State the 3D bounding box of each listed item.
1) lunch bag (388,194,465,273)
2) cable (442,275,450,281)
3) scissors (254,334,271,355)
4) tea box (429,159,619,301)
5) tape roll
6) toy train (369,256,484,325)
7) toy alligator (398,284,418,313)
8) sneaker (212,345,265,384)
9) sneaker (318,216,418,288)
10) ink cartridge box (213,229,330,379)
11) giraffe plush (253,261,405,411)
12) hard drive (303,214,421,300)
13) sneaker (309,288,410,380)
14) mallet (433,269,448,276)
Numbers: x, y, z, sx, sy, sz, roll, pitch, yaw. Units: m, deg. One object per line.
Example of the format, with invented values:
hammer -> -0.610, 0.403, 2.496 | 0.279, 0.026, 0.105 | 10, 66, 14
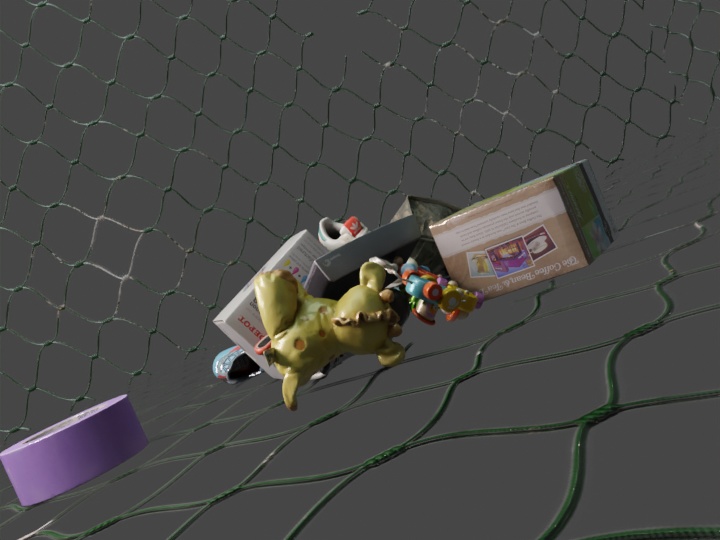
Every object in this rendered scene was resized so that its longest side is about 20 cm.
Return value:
lunch bag -> 0.153, -0.046, 1.556 | 0.199, 0.118, 0.164 | 8, -32, -19
cable -> 0.229, -0.007, 1.407 | 0.200, 0.051, 0.163 | -28, -1, -29
scissors -> -0.080, 0.070, 1.231 | 0.073, 0.014, 0.200 | -3, 30, 45
tea box -> 0.243, -0.057, 1.175 | 0.200, 0.134, 0.197 | -22, 4, 31
tape roll -> -0.432, 0.270, 1.218 | 0.200, 0.085, 0.200 | -23, 1, 1
toy train -> 0.082, 0.029, 1.079 | 0.150, 0.056, 0.200 | 24, 7, 20
toy alligator -> 0.087, 0.039, 1.340 | 0.054, 0.059, 0.200 | -64, 24, 1
sneaker -> -0.177, 0.160, 1.515 | 0.200, 0.079, 0.096 | -31, 17, -13
sneaker -> 0.005, -0.035, 1.324 | 0.199, 0.094, 0.070 | 18, 45, 39
ink cartridge box -> -0.117, 0.060, 1.310 | 0.200, 0.145, 0.145 | -49, 10, -14
giraffe plush -> -0.033, 0.066, 1.000 | 0.162, 0.173, 0.200 | -16, 16, 0
hard drive -> 0.001, 0.000, 1.172 | 0.200, 0.042, 0.135 | -27, -25, -38
sneaker -> -0.019, 0.103, 1.132 | 0.200, 0.075, 0.115 | -34, 4, 17
mallet -> 0.132, 0.040, 1.443 | 0.066, 0.041, 0.200 | -21, 7, 9
